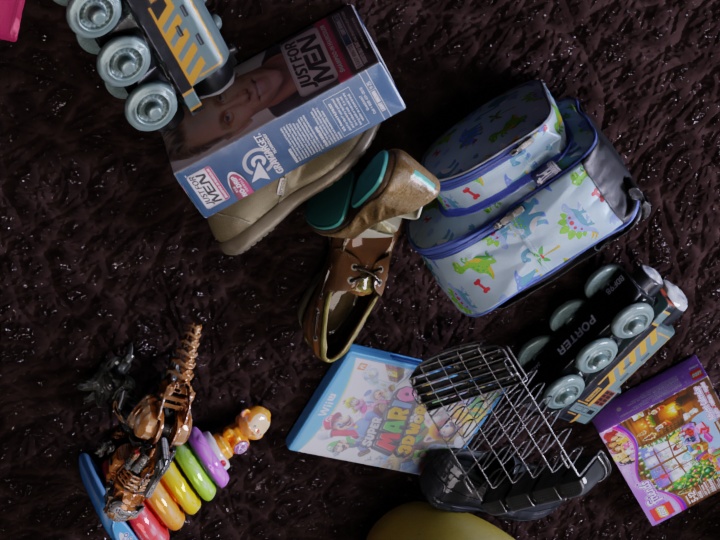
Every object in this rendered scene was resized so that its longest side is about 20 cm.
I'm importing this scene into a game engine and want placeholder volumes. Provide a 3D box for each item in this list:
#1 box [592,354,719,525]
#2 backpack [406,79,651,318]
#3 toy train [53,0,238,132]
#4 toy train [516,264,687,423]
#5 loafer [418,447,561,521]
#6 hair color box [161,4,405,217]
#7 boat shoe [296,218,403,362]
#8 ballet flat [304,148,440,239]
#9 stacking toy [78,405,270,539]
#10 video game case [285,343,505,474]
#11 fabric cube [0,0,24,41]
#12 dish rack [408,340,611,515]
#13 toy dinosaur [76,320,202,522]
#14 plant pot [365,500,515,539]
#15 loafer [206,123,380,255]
[{"bbox_3d":[0.357,0.197,1.948,0.137,0.039,0.200,-29,132,6],"label":"box"},{"bbox_3d":[0.135,-0.070,1.557,0.200,0.183,0.147,-37,108,12],"label":"backpack"},{"bbox_3d":[-0.175,-0.204,1.400,0.114,0.085,0.200,-32,132,-4],"label":"toy train"},{"bbox_3d":[0.251,0.077,1.777,0.114,0.085,0.200,21,118,-46],"label":"toy train"},{"bbox_3d":[0.155,0.231,1.875,0.200,0.068,0.070,11,127,-37],"label":"loafer"},{"bbox_3d":[-0.071,-0.139,1.474,0.200,0.100,0.061,-29,131,5],"label":"hair color box"},{"bbox_3d":[0.000,0.000,1.636,0.072,0.068,0.200,6,125,-22],"label":"boat shoe"},{"bbox_3d":[0.015,-0.061,1.525,0.072,0.068,0.200,22,161,-18],"label":"ballet flat"},{"bbox_3d":[-0.175,0.201,1.736,0.200,0.110,0.116,-33,130,-6],"label":"stacking toy"},{"bbox_3d":[0.038,0.152,1.812,0.200,0.018,0.143,15,123,-29],"label":"video game case"},{"bbox_3d":[-0.328,-0.299,1.181,0.199,0.200,0.197,6,125,-25],"label":"fabric cube"},{"bbox_3d":[0.145,0.158,1.746,0.153,0.055,0.200,-22,105,41],"label":"dish rack"},{"bbox_3d":[-0.195,0.142,1.634,0.200,0.136,0.102,-45,125,6],"label":"toy dinosaur"},{"bbox_3d":[0.079,0.337,1.885,0.200,0.142,0.200,-17,129,-22],"label":"plant pot"},{"bbox_3d":[-0.064,-0.096,1.526,0.200,0.076,0.067,-42,108,5],"label":"loafer"}]
